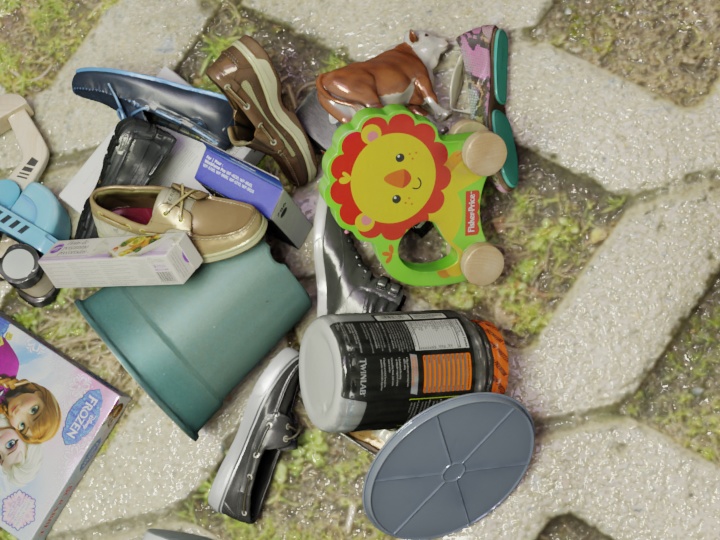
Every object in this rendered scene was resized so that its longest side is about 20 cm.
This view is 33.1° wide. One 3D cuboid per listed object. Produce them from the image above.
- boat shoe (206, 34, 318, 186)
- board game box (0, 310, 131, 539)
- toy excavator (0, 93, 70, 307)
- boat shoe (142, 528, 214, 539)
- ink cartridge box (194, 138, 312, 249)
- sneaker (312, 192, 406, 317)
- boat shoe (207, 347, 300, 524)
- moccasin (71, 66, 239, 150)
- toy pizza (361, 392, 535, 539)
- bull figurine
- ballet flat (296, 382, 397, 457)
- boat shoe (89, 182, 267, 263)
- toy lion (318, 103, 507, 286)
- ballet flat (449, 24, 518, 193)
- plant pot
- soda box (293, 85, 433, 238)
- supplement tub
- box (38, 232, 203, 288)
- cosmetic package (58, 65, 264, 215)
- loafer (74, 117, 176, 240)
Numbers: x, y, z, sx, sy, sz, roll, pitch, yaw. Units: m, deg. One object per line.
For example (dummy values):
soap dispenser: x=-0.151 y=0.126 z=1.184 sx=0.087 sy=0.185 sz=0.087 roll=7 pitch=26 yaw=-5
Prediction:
boat shoe: x=-0.114 y=-0.162 z=1.338 sx=0.075 sy=0.203 sz=0.075 roll=-38 pitch=42 yaw=-13
board game box: x=-0.401 y=0.179 z=1.403 sx=0.199 sy=0.041 sz=0.200 roll=30 pitch=87 yaw=12
toy excavator: x=-0.397 y=-0.086 z=1.428 sx=0.194 sy=0.100 sz=0.200 roll=30 pitch=74 yaw=10
boat shoe: x=-0.151 y=0.349 z=1.326 sx=0.201 sy=0.075 sz=0.086 roll=18 pitch=87 yaw=2
ink cartridge box: x=-0.117 y=-0.079 z=1.317 sx=0.099 sy=0.200 sz=0.039 roll=28 pitch=83 yaw=13
sneaker: x=0.000 y=0.000 z=1.355 sx=0.099 sy=0.071 sz=0.201 roll=-4 pitch=86 yaw=7
boat shoe: x=-0.099 y=0.186 z=1.336 sx=0.066 sy=0.070 sz=0.200 roll=26 pitch=88 yaw=19
moccasin: x=-0.235 y=-0.180 z=1.363 sx=0.199 sy=0.080 sz=0.068 roll=13 pitch=87 yaw=12
toy pizza: x=0.090 y=0.200 z=1.261 sx=0.200 sy=0.200 sz=0.032 roll=-38 pitch=43 yaw=2
bull figurine: x=0.039 y=-0.198 z=1.336 sx=0.200 sy=0.065 sz=0.122 roll=-27 pitch=73 yaw=-38
ballet flat: x=0.013 y=0.165 z=1.324 sx=0.200 sy=0.072 sz=0.072 roll=31 pitch=87 yaw=13
boat shoe: x=-0.194 y=-0.054 z=1.251 sx=0.199 sy=0.066 sz=0.074 roll=0 pitch=46 yaw=21
toy lion: x=0.053 y=-0.076 z=1.276 sx=0.191 sy=0.069 sz=0.201 roll=-7 pitch=114 yaw=-12
ballet flat: x=0.136 y=-0.178 z=1.366 sx=0.071 sy=0.069 sz=0.201 roll=-9 pitch=76 yaw=26
plant pot: x=-0.171 y=0.046 z=1.319 sx=0.196 sy=0.200 sz=0.200 roll=-41 pitch=77 yaw=-7
soda box: x=0.016 y=-0.129 z=1.373 sx=0.200 sy=0.063 sz=0.071 roll=42 pitch=89 yaw=12
supplement tub: x=0.046 y=0.103 z=1.268 sx=0.199 sy=0.122 sz=0.123 roll=0 pitch=79 yaw=-25
box: x=-0.251 y=-0.010 z=1.256 sx=0.200 sy=0.042 sz=0.039 roll=-3 pitch=37 yaw=38
cosmetic package: x=-0.229 y=-0.114 z=1.416 sx=0.151 sy=0.052 sz=0.200 roll=39 pitch=89 yaw=15
loafer: x=-0.266 y=-0.073 z=1.349 sx=0.070 sy=0.068 sz=0.201 roll=19 pitch=111 yaw=-23
